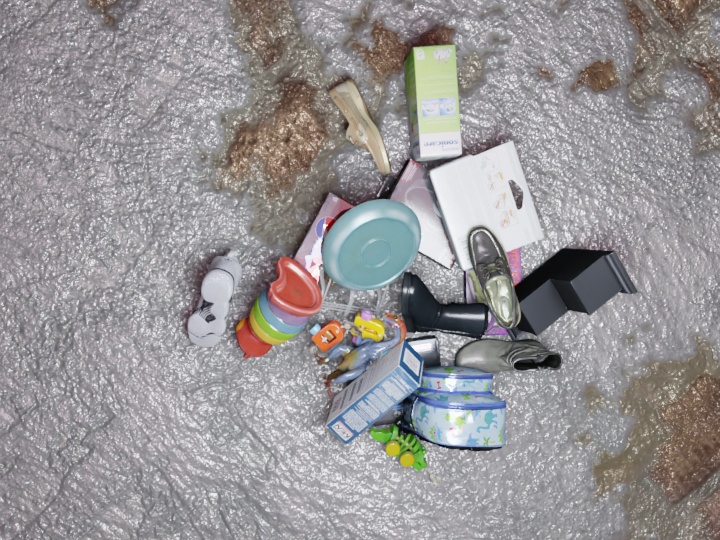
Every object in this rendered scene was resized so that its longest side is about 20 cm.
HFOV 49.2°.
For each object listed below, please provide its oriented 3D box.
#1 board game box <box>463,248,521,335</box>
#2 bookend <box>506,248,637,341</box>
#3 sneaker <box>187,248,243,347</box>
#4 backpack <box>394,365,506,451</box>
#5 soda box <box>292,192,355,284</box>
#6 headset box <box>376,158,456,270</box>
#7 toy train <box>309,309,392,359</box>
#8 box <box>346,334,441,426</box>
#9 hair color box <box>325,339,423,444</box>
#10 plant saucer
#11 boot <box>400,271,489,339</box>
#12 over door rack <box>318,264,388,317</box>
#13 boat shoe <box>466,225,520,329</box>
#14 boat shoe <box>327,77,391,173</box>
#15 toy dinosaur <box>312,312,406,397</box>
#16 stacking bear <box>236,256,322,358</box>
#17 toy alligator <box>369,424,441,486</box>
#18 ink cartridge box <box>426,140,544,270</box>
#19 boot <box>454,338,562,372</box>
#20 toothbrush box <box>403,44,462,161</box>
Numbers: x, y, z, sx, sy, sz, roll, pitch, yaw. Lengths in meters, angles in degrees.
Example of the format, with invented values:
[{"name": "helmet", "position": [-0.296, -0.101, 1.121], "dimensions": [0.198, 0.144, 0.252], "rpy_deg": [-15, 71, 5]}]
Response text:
[{"name": "board game box", "position": [0.270, 0.030, 1.609], "dimensions": [0.117, 0.032, 0.205], "rpy_deg": [-3, 94, -8]}, {"name": "bookend", "position": [0.387, 0.053, 1.514], "dimensions": [0.197, 0.200, 0.093], "rpy_deg": [-36, 100, -10]}, {"name": "sneaker", "position": [-0.281, 0.054, 1.553], "dimensions": [0.074, 0.116, 0.202], "rpy_deg": [21, 126, -4]}, {"name": "backpack", "position": [0.179, 0.257, 1.482], "dimensions": [0.179, 0.200, 0.150], "rpy_deg": [2, 92, -16]}, {"name": "soda box", "position": [-0.081, -0.051, 1.562], "dimensions": [0.069, 0.063, 0.202], "rpy_deg": [29, 92, -5]}, {"name": "headset box", "position": [0.126, -0.116, 1.565], "dimensions": [0.198, 0.075, 0.150], "rpy_deg": [30, 92, -5]}, {"name": "toy train", "position": [0.002, 0.150, 1.545], "dimensions": [0.200, 0.056, 0.150], "rpy_deg": [44, 114, -10]}, {"name": "box", "position": [0.069, 0.226, 1.597], "dimensions": [0.195, 0.046, 0.163], "rpy_deg": [-7, 94, -3]}, {"name": "hair color box", "position": [0.028, 0.230, 1.488], "dimensions": [0.061, 0.100, 0.199], "rpy_deg": [44, 114, -10]}, {"name": "plant saucer", "position": [0.026, -0.038, 1.443], "dimensions": [0.196, 0.028, 0.203], "rpy_deg": [-13, 130, -15]}, {"name": "boot", "position": [0.165, 0.069, 1.515], "dimensions": [0.164, 0.201, 0.078], "rpy_deg": [3, 61, 11]}, {"name": "over door rack", "position": [0.000, 0.000, 1.524], "dimensions": [0.145, 0.067, 0.202], "rpy_deg": [9, 122, -31]}, {"name": "boat shoe", "position": [0.253, 0.013, 1.466], "dimensions": [0.070, 0.066, 0.205], "rpy_deg": [-18, 91, 6]}, {"name": "boat shoe", "position": [0.001, -0.275, 1.554], "dimensions": [0.064, 0.071, 0.203], "rpy_deg": [-26, 85, 3]}, {"name": "toy dinosaur", "position": [0.002, 0.149, 1.492], "dimensions": [0.178, 0.200, 0.107], "rpy_deg": [-19, 72, -5]}, {"name": "stacking bear", "position": [-0.171, 0.092, 1.515], "dimensions": [0.113, 0.123, 0.200], "rpy_deg": [33, 126, -17]}, {"name": "toy alligator", "position": [0.106, 0.365, 1.598], "dimensions": [0.199, 0.059, 0.054], "rpy_deg": [39, 105, -15]}, {"name": "ink cartridge box", "position": [0.239, -0.126, 1.513], "dimensions": [0.171, 0.044, 0.204], "rpy_deg": [-21, 97, -4]}, {"name": "boot", "position": [0.292, 0.174, 1.566], "dimensions": [0.196, 0.131, 0.069], "rpy_deg": [-8, 94, -3]}, {"name": "toothbrush box", "position": [0.138, -0.317, 1.518], "dimensions": [0.084, 0.146, 0.205], "rpy_deg": [-6, 95, -4]}]
